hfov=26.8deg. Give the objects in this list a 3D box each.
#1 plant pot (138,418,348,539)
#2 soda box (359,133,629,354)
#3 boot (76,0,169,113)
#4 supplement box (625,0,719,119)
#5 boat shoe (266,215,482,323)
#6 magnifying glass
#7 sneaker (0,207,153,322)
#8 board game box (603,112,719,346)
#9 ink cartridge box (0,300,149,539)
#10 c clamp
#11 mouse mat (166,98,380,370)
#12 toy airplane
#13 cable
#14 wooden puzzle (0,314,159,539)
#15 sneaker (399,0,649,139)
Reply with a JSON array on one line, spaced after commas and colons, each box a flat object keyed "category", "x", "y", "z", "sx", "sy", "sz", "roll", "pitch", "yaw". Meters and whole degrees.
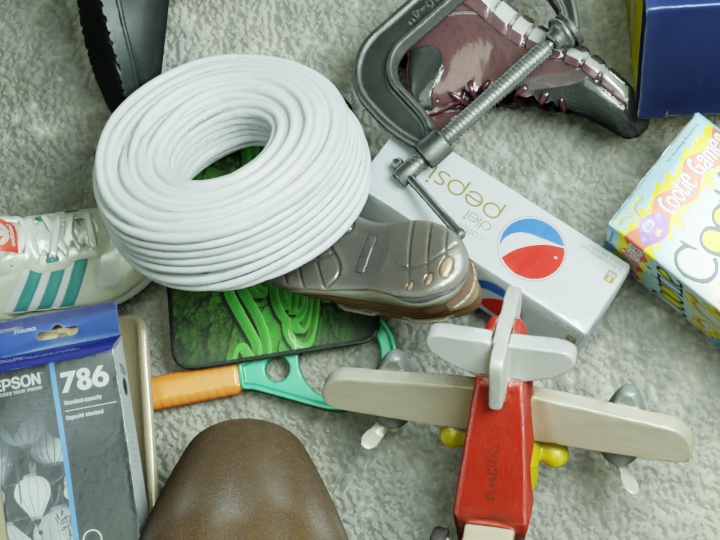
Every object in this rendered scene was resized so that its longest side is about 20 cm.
[{"category": "plant pot", "x": -0.079, "y": 0.204, "z": 1.021, "sx": 0.185, "sy": 0.188, "sz": 0.201, "roll": -10, "pitch": 39, "yaw": 4}, {"category": "soda box", "x": 0.092, "y": -0.019, "z": 1.104, "sx": 0.199, "sy": 0.064, "sz": 0.068, "roll": 33, "pitch": 67, "yaw": 11}, {"category": "boot", "x": -0.137, "y": -0.226, "z": 1.160, "sx": 0.161, "sy": 0.073, "sz": 0.200, "roll": -22, "pitch": 119, "yaw": -24}, {"category": "supplement box", "x": 0.244, "y": -0.219, "z": 1.074, "sx": 0.107, "sy": 0.110, "sz": 0.202, "roll": -2, "pitch": 54, "yaw": 5}, {"category": "boat shoe", "x": 0.000, "y": 0.000, "z": 1.084, "sx": 0.199, "sy": 0.072, "sz": 0.076, "roll": 16, "pitch": 72, "yaw": 37}, {"category": "magnifying glass", "x": -0.070, "y": 0.076, "z": 1.133, "sx": 0.198, "sy": 0.022, "sz": 0.081, "roll": -11, "pitch": 78, "yaw": 5}, {"category": "sneaker", "x": -0.237, "y": -0.010, "z": 1.123, "sx": 0.198, "sy": 0.094, "sz": 0.071, "roll": -19, "pitch": 62, "yaw": 4}, {"category": "board game box", "x": 0.280, "y": 0.001, "z": 1.067, "sx": 0.200, "sy": 0.105, "sz": 0.103, "roll": 40, "pitch": 86, "yaw": 12}, {"category": "ink cartridge box", "x": -0.210, "y": 0.124, "z": 1.083, "sx": 0.098, "sy": 0.039, "sz": 0.202, "roll": -12, "pitch": 79, "yaw": 2}, {"category": "c clamp", "x": 0.084, "y": -0.142, "z": 1.088, "sx": 0.200, "sy": 0.027, "sz": 0.171, "roll": -46, "pitch": 62, "yaw": -2}, {"category": "mouse mat", "x": -0.073, "y": -0.031, "z": 1.151, "sx": 0.159, "sy": 0.008, "sz": 0.202, "roll": -9, "pitch": 74, "yaw": 4}, {"category": "toy airplane", "x": 0.099, "y": 0.101, "z": 1.050, "sx": 0.199, "sy": 0.141, "sz": 0.200, "roll": -39, "pitch": 97, "yaw": 26}, {"category": "cable", "x": -0.093, "y": -0.075, "z": 1.082, "sx": 0.198, "sy": 0.070, "sz": 0.201, "roll": -12, "pitch": 44, "yaw": 7}, {"category": "wooden puzzle", "x": -0.246, "y": 0.135, "z": 1.126, "sx": 0.197, "sy": 0.046, "sz": 0.188, "roll": -6, "pitch": 79, "yaw": 3}, {"category": "sneaker", "x": 0.109, "y": -0.127, "z": 1.129, "sx": 0.199, "sy": 0.076, "sz": 0.116, "roll": 37, "pitch": 85, "yaw": 21}]
